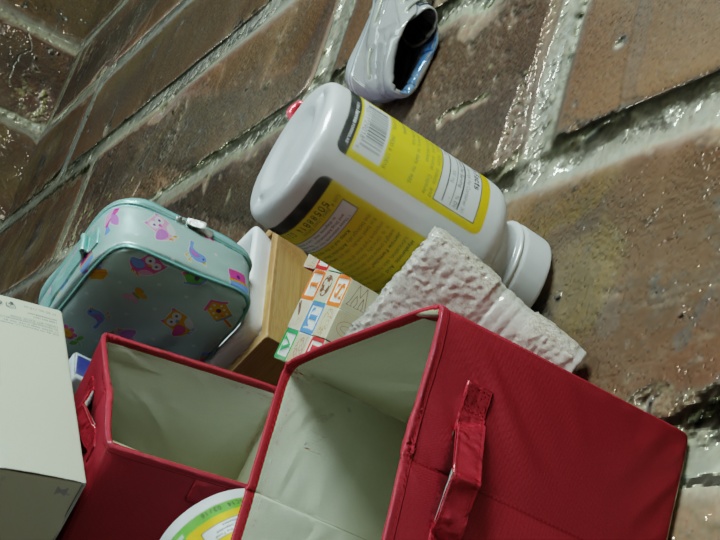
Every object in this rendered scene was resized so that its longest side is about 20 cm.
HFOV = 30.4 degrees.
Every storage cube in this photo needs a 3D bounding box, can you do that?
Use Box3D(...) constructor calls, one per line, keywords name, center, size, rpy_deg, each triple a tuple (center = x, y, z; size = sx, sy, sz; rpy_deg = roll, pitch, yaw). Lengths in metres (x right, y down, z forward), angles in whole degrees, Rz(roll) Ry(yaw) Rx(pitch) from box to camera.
Box3D(name="storage cube", center=(0.048, 0.145, 0.740), size=(0.200, 0.179, 0.172), rpy_deg=(-26, 42, 56))
Box3D(name="storage cube", center=(-0.161, 0.191, 1.095), size=(0.180, 0.199, 0.171), rpy_deg=(-61, 23, 19))

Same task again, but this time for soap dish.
Box3D(name="soap dish", center=(-0.124, 0.069, 1.302), size=(0.200, 0.081, 0.158), rpy_deg=(-45, 28, 35))

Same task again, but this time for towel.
Box3D(name="towel", center=(0.040, 0.081, 0.890), size=(0.200, 0.132, 0.034), rpy_deg=(-51, -4, 26))

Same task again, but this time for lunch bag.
Box3D(name="lunch bag", center=(-0.201, 0.025, 1.204), size=(0.200, 0.160, 0.077), rpy_deg=(-45, 29, 35))

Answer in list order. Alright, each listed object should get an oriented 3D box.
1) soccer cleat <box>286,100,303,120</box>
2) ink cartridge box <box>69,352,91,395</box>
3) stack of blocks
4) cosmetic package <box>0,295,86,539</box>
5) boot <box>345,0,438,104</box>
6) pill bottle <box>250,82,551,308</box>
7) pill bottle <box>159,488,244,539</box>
Box3D(name="soccer cleat", center=(-0.022, -0.128, 1.292), size=(0.068, 0.073, 0.200), rpy_deg=(-40, 19, -10))
Box3D(name="ink cartridge box", center=(-0.232, 0.192, 1.241), size=(0.200, 0.199, 0.041), rpy_deg=(-50, 27, 25))
Box3D(name="stack of blocks", center=(0.000, 0.000, 1.145), size=(0.201, 0.058, 0.115), rpy_deg=(-66, 23, -7))
Box3D(name="cosmetic package", center=(-0.276, 0.122, 1.035), size=(0.104, 0.073, 0.200), rpy_deg=(-57, 33, 25))
Box3D(name="boot", center=(0.053, -0.259, 1.315), size=(0.095, 0.073, 0.201), rpy_deg=(10, 83, 60))
Box3D(name="pill bottle", center=(0.032, -0.035, 0.928), size=(0.111, 0.200, 0.111), rpy_deg=(-51, 19, 25))
Box3D(name="pill bottle", center=(-0.054, 0.249, 0.885), size=(0.111, 0.111, 0.200), rpy_deg=(-57, 43, 12))
